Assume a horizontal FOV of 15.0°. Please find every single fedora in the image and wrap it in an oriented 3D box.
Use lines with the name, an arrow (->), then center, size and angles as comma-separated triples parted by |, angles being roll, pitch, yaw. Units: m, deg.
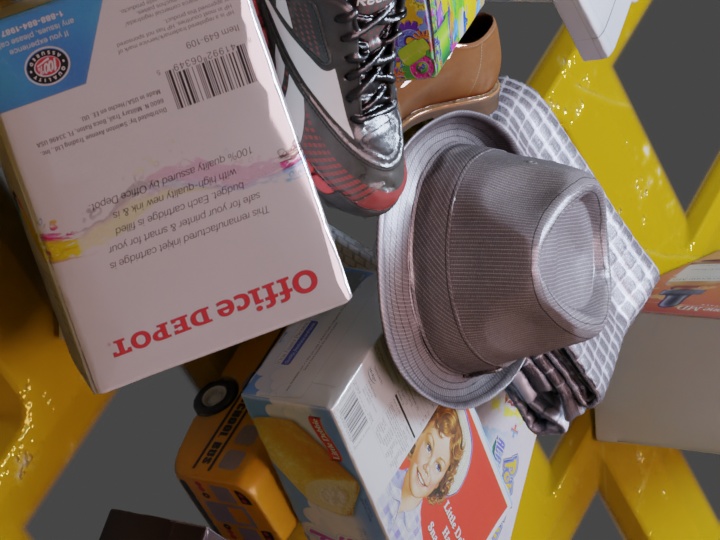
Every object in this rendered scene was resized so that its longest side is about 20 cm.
fedora -> 0.092, -0.007, 1.609 | 0.200, 0.090, 0.177 | 6, 84, -64

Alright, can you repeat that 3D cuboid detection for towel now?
towel -> 0.111, -0.012, 1.805 | 0.200, 0.085, 0.166 | 55, 28, -19

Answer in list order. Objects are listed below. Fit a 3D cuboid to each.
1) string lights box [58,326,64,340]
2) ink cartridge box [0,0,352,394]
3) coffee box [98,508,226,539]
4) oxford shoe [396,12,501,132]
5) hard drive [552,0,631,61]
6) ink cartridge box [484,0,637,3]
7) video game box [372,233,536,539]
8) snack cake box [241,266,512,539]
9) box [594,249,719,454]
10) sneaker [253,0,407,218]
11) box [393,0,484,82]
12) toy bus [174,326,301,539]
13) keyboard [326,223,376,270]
string lights box -> -0.122, -0.061, 1.588 | 0.103, 0.059, 0.201 | -7, 98, -52
ink cartridge box -> -0.114, -0.058, 1.459 | 0.146, 0.146, 0.201 | -20, 100, -9
coffee box -> -0.084, 0.236, 1.646 | 0.200, 0.080, 0.113 | 41, 64, -46
oxford shoe -> 0.010, -0.122, 1.721 | 0.200, 0.071, 0.071 | -21, 130, -40
hard drive -> 0.132, -0.253, 1.769 | 0.200, 0.027, 0.132 | 57, 41, -38
ink cartridge box -> 0.105, -0.253, 1.839 | 0.200, 0.084, 0.146 | -6, 98, -52
video game box -> 0.052, 0.099, 1.837 | 0.182, 0.047, 0.201 | 33, 67, -50
snack cake box -> 0.013, 0.109, 1.643 | 0.115, 0.067, 0.200 | -56, 138, -36
box -> 0.287, 0.059, 2.045 | 0.200, 0.152, 0.107 | -20, 110, -50
sneaker -> -0.012, -0.123, 1.491 | 0.071, 0.098, 0.201 | -32, 107, -42
box -> -0.010, -0.226, 1.610 | 0.193, 0.122, 0.201 | -57, 140, -69
toy bus -> -0.040, 0.071, 1.689 | 0.200, 0.078, 0.065 | -58, 134, -31
keyboard -> 0.000, 0.000, 1.689 | 0.200, 0.011, 0.056 | 31, 23, -15
